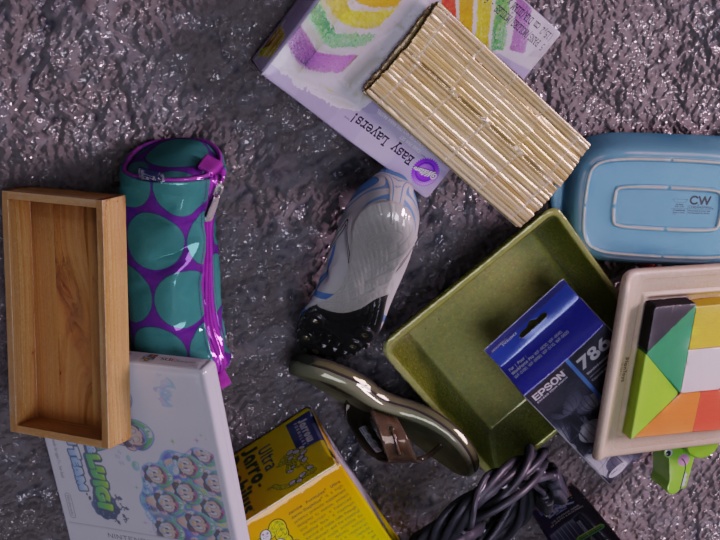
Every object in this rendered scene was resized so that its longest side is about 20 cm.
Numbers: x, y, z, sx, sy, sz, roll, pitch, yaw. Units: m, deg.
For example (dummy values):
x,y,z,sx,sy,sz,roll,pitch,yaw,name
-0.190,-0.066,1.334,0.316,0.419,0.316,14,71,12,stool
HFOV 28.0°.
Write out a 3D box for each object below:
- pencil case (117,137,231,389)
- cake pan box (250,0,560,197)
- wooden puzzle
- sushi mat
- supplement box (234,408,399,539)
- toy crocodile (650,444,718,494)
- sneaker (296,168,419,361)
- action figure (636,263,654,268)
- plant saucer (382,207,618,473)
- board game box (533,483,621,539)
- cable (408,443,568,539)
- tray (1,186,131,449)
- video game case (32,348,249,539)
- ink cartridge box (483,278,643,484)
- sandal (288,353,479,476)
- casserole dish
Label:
x,y,z,sx,sy,sz,roll,pitch,yaw,name
-0.150,-0.003,1.188,0.085,0.092,0.200,-36,132,-52,pencil case
0.040,-0.183,1.193,0.200,0.052,0.184,36,100,-27,cake pan box
0.306,0.082,1.302,0.200,0.037,0.185,-6,115,-25,wooden puzzle
0.100,-0.126,1.201,0.200,0.012,0.096,38,96,-28,sushi mat
-0.031,0.247,1.317,0.109,0.109,0.200,-33,117,-2,supplement box
0.315,0.119,1.391,0.062,0.068,0.200,8,107,-19,toy crocodile
0.000,0.000,1.238,0.072,0.073,0.200,22,128,-6,sneaker
0.339,-0.068,1.334,0.065,0.052,0.200,32,98,-20,action figure
0.141,0.062,1.323,0.200,0.048,0.200,-39,120,1,plant saucer
0.258,0.328,1.405,0.057,0.165,0.200,-34,117,-4,board game box
0.112,0.221,1.333,0.163,0.051,0.200,-30,160,5,cable
-0.235,0.036,1.160,0.098,0.037,0.200,6,102,25,tray
-0.188,0.158,1.220,0.182,0.024,0.200,4,117,26,video game case
0.206,0.104,1.312,0.099,0.039,0.200,-43,123,5,ink cartridge box
0.016,0.139,1.300,0.201,0.080,0.057,29,72,-16,sandal
0.271,-0.060,1.289,0.200,0.039,0.121,2,107,0,casserole dish
